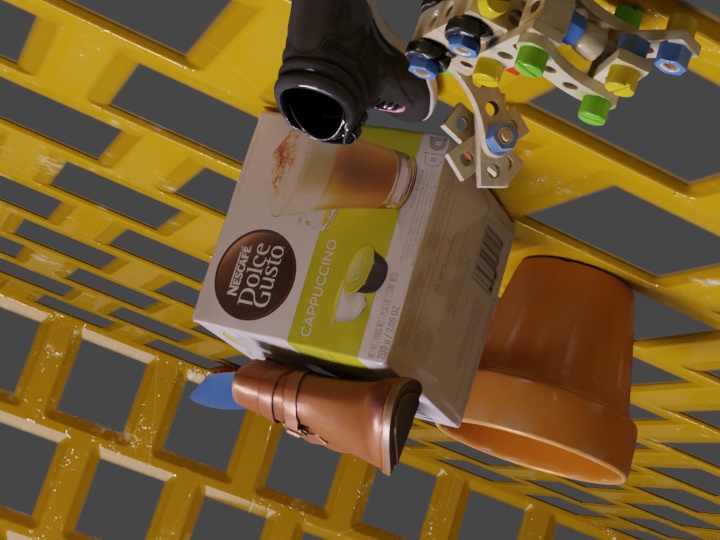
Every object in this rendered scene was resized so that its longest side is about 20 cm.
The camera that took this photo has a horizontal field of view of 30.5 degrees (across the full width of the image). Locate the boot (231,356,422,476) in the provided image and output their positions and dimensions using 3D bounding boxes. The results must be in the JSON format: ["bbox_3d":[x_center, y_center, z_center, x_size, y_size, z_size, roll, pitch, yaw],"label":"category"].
[{"bbox_3d":[-0.033,0.110,1.085,0.153,0.075,0.200,21,162,5],"label":"boot"}]

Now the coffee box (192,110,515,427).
[{"bbox_3d":[0.000,0.000,1.182,0.195,0.203,0.200,11,165,27],"label":"coffee box"}]

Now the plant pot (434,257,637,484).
[{"bbox_3d":[0.193,0.095,1.327,0.197,0.186,0.200,17,166,4],"label":"plant pot"}]

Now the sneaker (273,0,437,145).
[{"bbox_3d":[-0.006,-0.124,0.926,0.070,0.101,0.200,10,165,26],"label":"sneaker"}]

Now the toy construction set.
[{"bbox_3d":[0.102,-0.127,0.815,0.130,0.093,0.200,23,155,-18],"label":"toy construction set"}]

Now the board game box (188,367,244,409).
[{"bbox_3d":[-0.267,0.236,2.765,0.156,0.040,0.200,10,149,-24],"label":"board game box"}]
